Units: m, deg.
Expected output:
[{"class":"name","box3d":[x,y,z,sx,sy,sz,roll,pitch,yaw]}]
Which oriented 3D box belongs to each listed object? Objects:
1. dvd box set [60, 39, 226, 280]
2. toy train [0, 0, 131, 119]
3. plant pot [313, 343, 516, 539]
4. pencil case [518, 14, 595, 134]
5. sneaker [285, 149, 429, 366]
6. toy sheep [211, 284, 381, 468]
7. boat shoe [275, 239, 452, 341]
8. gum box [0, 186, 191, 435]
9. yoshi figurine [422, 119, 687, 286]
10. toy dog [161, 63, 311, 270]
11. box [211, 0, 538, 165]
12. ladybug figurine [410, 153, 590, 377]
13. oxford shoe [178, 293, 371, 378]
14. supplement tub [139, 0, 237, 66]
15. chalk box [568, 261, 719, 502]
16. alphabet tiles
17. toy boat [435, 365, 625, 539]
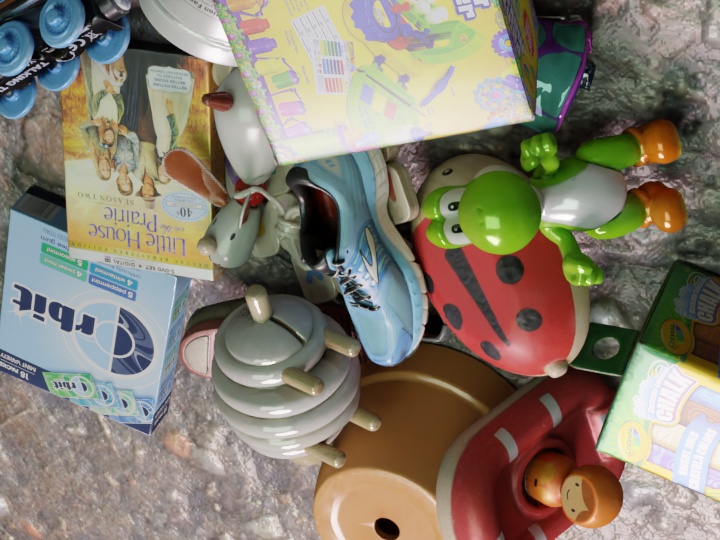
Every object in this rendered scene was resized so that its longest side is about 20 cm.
[{"class":"dvd box set","box3d":[-0.186,-0.097,1.735,0.146,0.029,0.201,10,114,20]},{"class":"toy train","box3d":[-0.275,-0.206,1.676,0.200,0.087,0.115,-27,69,27]},{"class":"plant pot","box3d":[0.046,0.184,1.780,0.199,0.140,0.201,13,127,18]},{"class":"pencil case","box3d":[0.079,-0.178,1.541,0.199,0.085,0.093,23,93,10]},{"class":"sneaker","box3d":[-0.014,-0.010,1.601,0.078,0.090,0.201,-2,115,43]},{"class":"toy sheep","box3d":[-0.060,0.087,1.684,0.137,0.138,0.200,7,132,21]},{"class":"boat shoe","box3d":[0.000,0.000,1.718,0.199,0.068,0.072,25,131,14]},{"class":"gum box","box3d":[-0.249,0.039,1.881,0.169,0.045,0.200,22,130,10]},{"class":"yoshi figurine","box3d":[0.149,-0.051,1.523,0.199,0.113,0.112,-13,150,-12]},{"class":"toy dog","box3d":[-0.103,-0.088,1.641,0.132,0.096,0.201,14,112,42]},{"class":"box","box3d":[0.008,-0.198,1.403,0.192,0.122,0.200,-9,130,14]},{"class":"ladybug figurine","box3d":[0.105,-0.001,1.618,0.136,0.072,0.200,-44,70,33]},{"class":"oxford shoe","box3d":[-0.059,0.043,1.780,0.199,0.075,0.071,-3,124,3]},{"class":"supplement tub","box3d":[-0.078,-0.267,1.522,0.132,0.132,0.200,32,132,2]},{"class":"chalk box","box3d":[0.268,0.087,1.613,0.199,0.125,0.124,23,130,8]},{"class":"alphabet tiles","box3d":[-0.038,-0.071,1.669,0.200,0.015,0.196,-13,99,46]},{"class":"toy boat","box3d":[0.161,0.175,1.671,0.131,0.200,0.131,19,137,50]}]
